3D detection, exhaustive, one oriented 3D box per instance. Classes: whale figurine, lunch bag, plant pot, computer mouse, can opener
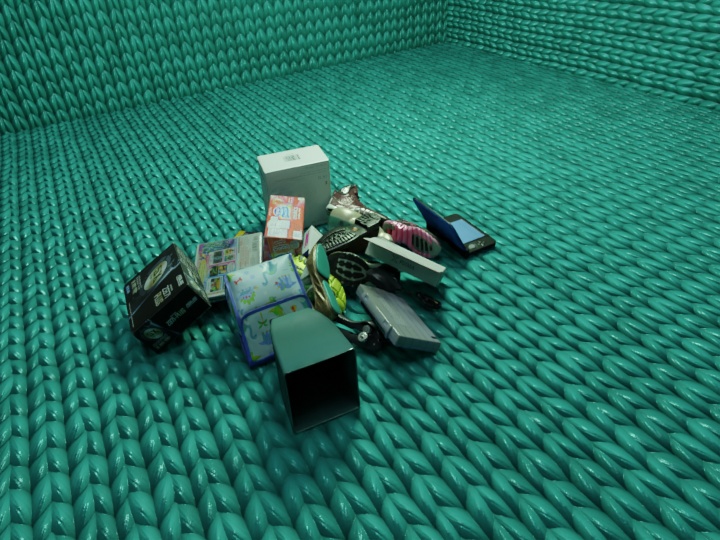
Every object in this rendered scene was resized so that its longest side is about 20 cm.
[{"bbox_3d":[-0.004,-0.095,1.463,0.194,0.107,0.159,26,-1,6],"label":"whale figurine"},{"bbox_3d":[-0.198,0.090,1.169,0.164,0.128,0.206,-17,73,-18],"label":"lunch bag"},{"bbox_3d":[-0.103,0.174,1.038,0.136,0.146,0.200,-16,32,-18],"label":"plant pot"},{"bbox_3d":[0.104,0.039,1.255,0.193,0.035,0.059,23,18,3],"label":"computer mouse"},{"bbox_3d":[-0.025,0.131,1.174,0.194,0.079,0.066,13,75,28],"label":"can opener"}]

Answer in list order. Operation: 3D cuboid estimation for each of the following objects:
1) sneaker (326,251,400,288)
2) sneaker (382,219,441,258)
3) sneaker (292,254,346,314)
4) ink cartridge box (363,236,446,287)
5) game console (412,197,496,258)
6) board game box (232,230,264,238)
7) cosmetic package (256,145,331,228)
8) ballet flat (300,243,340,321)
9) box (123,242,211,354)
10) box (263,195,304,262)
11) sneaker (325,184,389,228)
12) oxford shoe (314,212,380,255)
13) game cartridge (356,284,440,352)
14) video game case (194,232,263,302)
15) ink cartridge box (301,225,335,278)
[{"bbox_3d":[0.000,0.000,1.321,0.193,0.080,0.088,16,6,-20],"label":"sneaker"},{"bbox_3d":[0.155,-0.099,1.476,0.197,0.082,0.094,28,33,36],"label":"sneaker"},{"bbox_3d":[-0.108,0.041,1.286,0.199,0.085,0.073,41,56,22],"label":"sneaker"},{"bbox_3d":[0.104,-0.022,1.272,0.194,0.046,0.176,25,10,12],"label":"ink cartridge box"},{"bbox_3d":[0.260,-0.137,1.469,0.165,0.122,0.200,-19,37,-21],"label":"game console"},{"bbox_3d":[-0.295,-0.026,1.418,0.159,0.059,0.202,5,36,17],"label":"board game box"},{"bbox_3d":[-0.193,-0.239,1.587,0.192,0.206,0.124,-15,37,-16],"label":"cosmetic package"},{"bbox_3d":[-0.099,0.032,1.206,0.071,0.068,0.205,-28,57,16],"label":"ballet flat"},{"bbox_3d":[-0.450,0.059,1.225,0.162,0.087,0.201,-40,41,-2],"label":"box"},{"bbox_3d":[-0.197,-0.102,1.385,0.095,0.098,0.204,4,38,-8],"label":"box"},{"bbox_3d":[0.000,-0.198,1.565,0.192,0.076,0.119,14,63,-1],"label":"sneaker"},{"bbox_3d":[-0.028,-0.068,1.332,0.195,0.087,0.073,-23,43,-26],"label":"oxford shoe"},{"bbox_3d":[0.077,0.104,1.162,0.126,0.039,0.201,10,25,-32],"label":"game cartridge"},{"bbox_3d":[-0.330,-0.008,1.325,0.174,0.024,0.204,-11,45,0],"label":"video game case"},{"bbox_3d":[-0.105,-0.042,1.363,0.037,0.094,0.201,-43,19,13],"label":"ink cartridge box"}]
